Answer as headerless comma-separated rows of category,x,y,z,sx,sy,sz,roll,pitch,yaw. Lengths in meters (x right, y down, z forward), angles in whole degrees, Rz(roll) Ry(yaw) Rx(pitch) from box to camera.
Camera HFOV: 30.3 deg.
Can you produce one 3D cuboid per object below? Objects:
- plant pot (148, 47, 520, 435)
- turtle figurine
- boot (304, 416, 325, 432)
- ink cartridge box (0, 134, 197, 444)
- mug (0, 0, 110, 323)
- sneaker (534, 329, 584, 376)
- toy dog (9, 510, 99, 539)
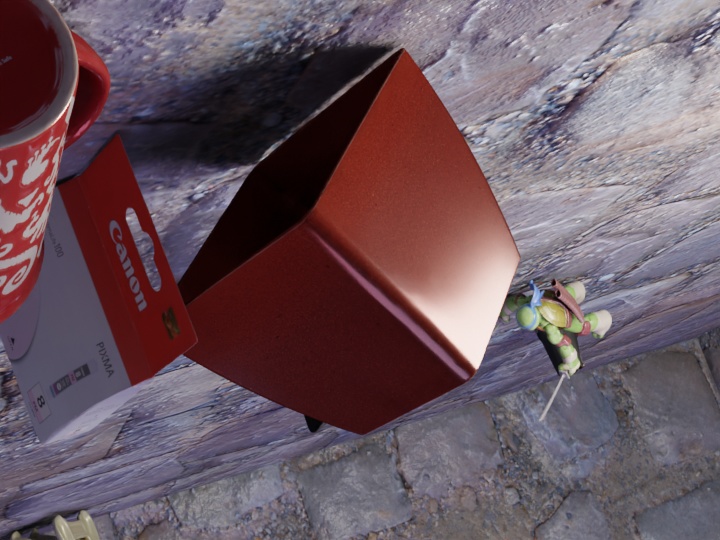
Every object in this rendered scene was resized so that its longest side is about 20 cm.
plant pot,0.000,0.000,0.968,0.199,0.176,0.201,-33,-159,43
turtle figurine,0.279,0.096,2.026,0.143,0.203,0.193,15,-161,42
boot,0.004,0.199,2.181,0.172,0.070,0.200,-12,162,-29
ink cartridge box,-0.207,0.019,0.965,0.057,0.164,0.200,-15,167,-36
mug,-0.217,-0.080,0.722,0.132,0.179,0.200,22,149,-11
sneaker,0.360,0.141,2.381,0.074,0.107,0.200,-23,166,13
toy dog,-0.600,0.578,2.557,0.198,0.196,0.139,-30,177,13
